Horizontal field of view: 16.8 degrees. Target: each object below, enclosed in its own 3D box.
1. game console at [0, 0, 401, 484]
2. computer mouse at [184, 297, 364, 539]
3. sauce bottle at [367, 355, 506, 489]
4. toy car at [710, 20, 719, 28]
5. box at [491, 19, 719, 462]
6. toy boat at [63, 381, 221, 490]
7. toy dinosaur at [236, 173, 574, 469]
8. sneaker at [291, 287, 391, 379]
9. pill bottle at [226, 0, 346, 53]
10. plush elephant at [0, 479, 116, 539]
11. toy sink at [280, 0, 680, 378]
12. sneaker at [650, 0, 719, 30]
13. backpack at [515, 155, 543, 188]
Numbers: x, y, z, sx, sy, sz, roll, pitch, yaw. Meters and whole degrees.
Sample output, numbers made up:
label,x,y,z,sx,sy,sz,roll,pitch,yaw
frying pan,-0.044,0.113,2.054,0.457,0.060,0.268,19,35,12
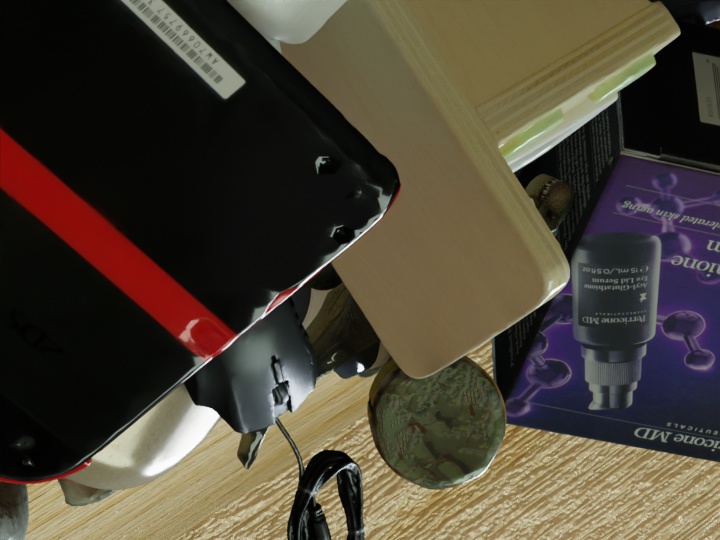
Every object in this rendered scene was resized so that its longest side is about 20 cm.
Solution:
label,x,y,z,sx,sy,sz,roll,pitch,yaw
game console,-0.111,-0.033,0.769,0.177,0.200,0.031,-40,-149,12
computer mouse,-0.032,0.073,1.097,0.059,0.034,0.200,-39,131,-18
sauce bottle,0.035,0.067,1.194,0.065,0.065,0.200,-36,-178,1
toy car,0.247,-0.189,1.281,0.149,0.201,0.175,11,152,-13
box,0.159,-0.011,1.185,0.200,0.147,0.105,109,-13,-45
toy boat,-0.142,0.010,1.090,0.200,0.131,0.131,35,89,-44
toy dinosaur,0.000,0.000,1.121,0.200,0.088,0.047,-36,175,10
sneaker,-0.041,-0.005,1.220,0.199,0.080,0.130,23,122,-33
pill bottle,-0.097,-0.065,0.829,0.200,0.110,0.110,-43,171,20
plush elephant,-0.200,0.079,1.190,0.164,0.155,0.200,8,166,41
toy sink,0.031,-0.082,0.920,0.112,0.200,0.130,-31,176,-28
sneaker,0.166,-0.153,1.165,0.199,0.080,0.078,11,-142,30
backpack,0.076,-0.061,1.336,0.200,0.150,0.178,-51,-169,41
